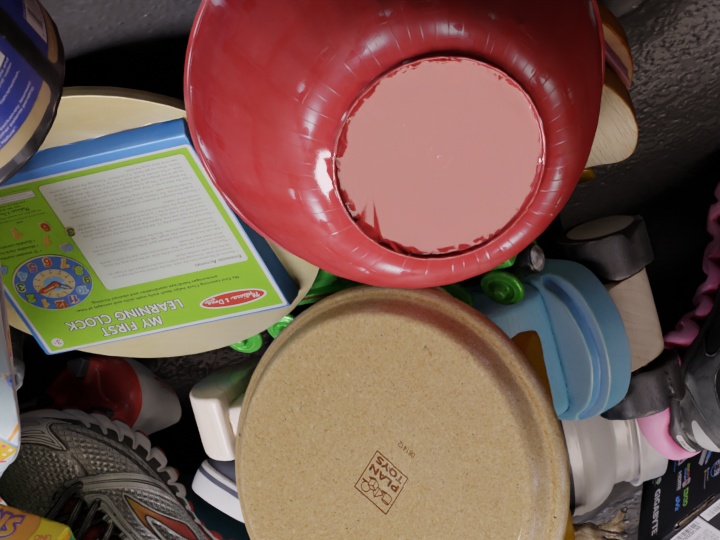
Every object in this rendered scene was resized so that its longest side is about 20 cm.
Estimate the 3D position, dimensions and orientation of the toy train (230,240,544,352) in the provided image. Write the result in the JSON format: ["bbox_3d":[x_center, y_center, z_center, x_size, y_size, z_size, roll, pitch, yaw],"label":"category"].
[{"bbox_3d":[0.000,0.000,1.443,0.200,0.042,0.056,-11,129,33],"label":"toy train"}]

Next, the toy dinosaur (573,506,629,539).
[{"bbox_3d":[0.101,0.164,1.616,0.101,0.058,0.200,2,164,-11],"label":"toy dinosaur"}]

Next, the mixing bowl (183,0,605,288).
[{"bbox_3d":[0.026,-0.070,1.286,0.199,0.108,0.201,-4,113,-9],"label":"mixing bowl"}]

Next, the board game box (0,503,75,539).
[{"bbox_3d":[-0.221,0.142,1.485,0.030,0.200,0.096,-54,145,-29],"label":"board game box"}]

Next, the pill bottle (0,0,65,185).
[{"bbox_3d":[-0.208,-0.114,1.168,0.112,0.112,0.200,-24,150,9],"label":"pill bottle"}]

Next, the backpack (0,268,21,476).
[{"bbox_3d":[-0.247,0.045,1.346,0.153,0.176,0.200,1,156,-31],"label":"backpack"}]

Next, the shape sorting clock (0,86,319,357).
[{"bbox_3d":[-0.117,-0.022,1.405,0.199,0.039,0.200,4,137,4],"label":"shape sorting clock"}]

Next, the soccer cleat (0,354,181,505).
[{"bbox_3d":[-0.189,0.108,1.598,0.200,0.069,0.085,-31,156,20],"label":"soccer cleat"}]

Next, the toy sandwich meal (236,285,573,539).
[{"bbox_3d":[0.029,0.105,1.409,0.205,0.206,0.070,-36,167,28],"label":"toy sandwich meal"}]

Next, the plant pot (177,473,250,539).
[{"bbox_3d":[-0.087,0.206,1.679,0.200,0.200,0.188,-37,172,29],"label":"plant pot"}]

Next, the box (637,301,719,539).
[{"bbox_3d":[0.240,0.056,1.629,0.050,0.200,0.198,33,128,-18],"label":"box"}]

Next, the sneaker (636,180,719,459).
[{"bbox_3d":[0.227,0.016,1.560,0.079,0.200,0.095,35,161,-37],"label":"sneaker"}]

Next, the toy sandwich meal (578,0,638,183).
[{"bbox_3d":[0.044,-0.068,1.429,0.205,0.070,0.205,-14,150,-8],"label":"toy sandwich meal"}]

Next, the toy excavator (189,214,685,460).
[{"bbox_3d":[0.036,0.045,1.479,0.200,0.100,0.194,-25,-162,-36],"label":"toy excavator"}]

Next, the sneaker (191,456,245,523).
[{"bbox_3d":[0.014,0.119,1.503,0.199,0.080,0.078,20,-176,8],"label":"sneaker"}]

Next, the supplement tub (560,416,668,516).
[{"bbox_3d":[0.060,0.083,1.620,0.199,0.141,0.140,-16,150,-6],"label":"supplement tub"}]

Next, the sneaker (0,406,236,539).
[{"bbox_3d":[-0.117,0.147,1.506,0.078,0.200,0.082,-53,179,25],"label":"sneaker"}]

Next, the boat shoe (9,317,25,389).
[{"bbox_3d":[-0.240,0.085,1.524,0.073,0.068,0.199,16,135,-45],"label":"boat shoe"}]
